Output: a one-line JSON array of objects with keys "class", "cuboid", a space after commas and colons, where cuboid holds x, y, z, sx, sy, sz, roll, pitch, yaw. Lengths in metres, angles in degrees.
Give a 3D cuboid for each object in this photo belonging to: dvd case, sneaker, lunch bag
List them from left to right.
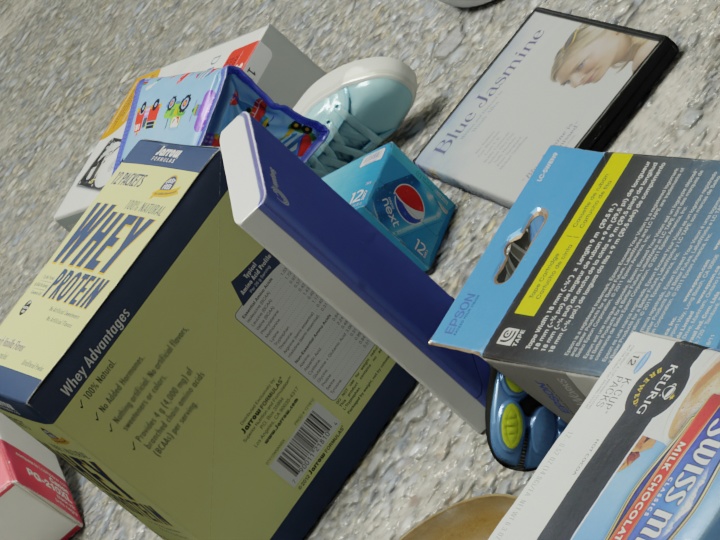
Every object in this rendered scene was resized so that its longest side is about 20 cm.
[{"class": "lunch bag", "cuboid": [-0.131, -0.031, 1.890, 0.150, 0.094, 0.200, -1, 60, 61]}, {"class": "sneaker", "cuboid": [-0.031, -0.071, 1.962, 0.200, 0.074, 0.082, -40, 41, 29]}, {"class": "dvd case", "cuboid": [0.119, -0.107, 1.800, 0.143, 0.018, 0.200, -52, 23, -5]}, {"class": "sneaker", "cuboid": [0.105, 0.043, 1.552, 0.200, 0.071, 0.083, -80, 16, -46]}]

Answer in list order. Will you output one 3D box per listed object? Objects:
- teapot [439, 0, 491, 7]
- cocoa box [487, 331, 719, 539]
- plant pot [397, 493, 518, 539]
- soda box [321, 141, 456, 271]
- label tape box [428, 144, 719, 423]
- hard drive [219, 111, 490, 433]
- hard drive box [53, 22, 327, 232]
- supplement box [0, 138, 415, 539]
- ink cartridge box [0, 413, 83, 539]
[{"class": "teapot", "cuboid": [0.077, -0.303, 2.015, 0.200, 0.146, 0.198, -40, 24, 22]}, {"class": "cocoa box", "cuboid": [0.171, 0.139, 1.094, 0.133, 0.200, 0.131, -53, 24, -11]}, {"class": "plant pot", "cuboid": [0.036, 0.208, 1.450, 0.200, 0.027, 0.200, -38, 25, 22]}, {"class": "soda box", "cuboid": [-0.032, -0.012, 1.856, 0.200, 0.068, 0.064, -25, 31, 44]}, {"class": "label tape box", "cuboid": [0.153, 0.012, 1.450, 0.200, 0.063, 0.144, 9, 60, 49]}, {"class": "hard drive", "cuboid": [0.000, 0.000, 1.612, 0.025, 0.200, 0.132, -43, 24, 13]}, {"class": "hard drive box", "cuboid": [-0.132, -0.094, 2.152, 0.200, 0.077, 0.156, -15, 41, 52]}, {"class": "supplement box", "cuboid": [-0.100, 0.056, 1.704, 0.200, 0.200, 0.134, -54, 23, -12]}, {"class": "ink cartridge box", "cuboid": [-0.305, 0.146, 1.991, 0.145, 0.084, 0.200, -40, 44, 11]}]
